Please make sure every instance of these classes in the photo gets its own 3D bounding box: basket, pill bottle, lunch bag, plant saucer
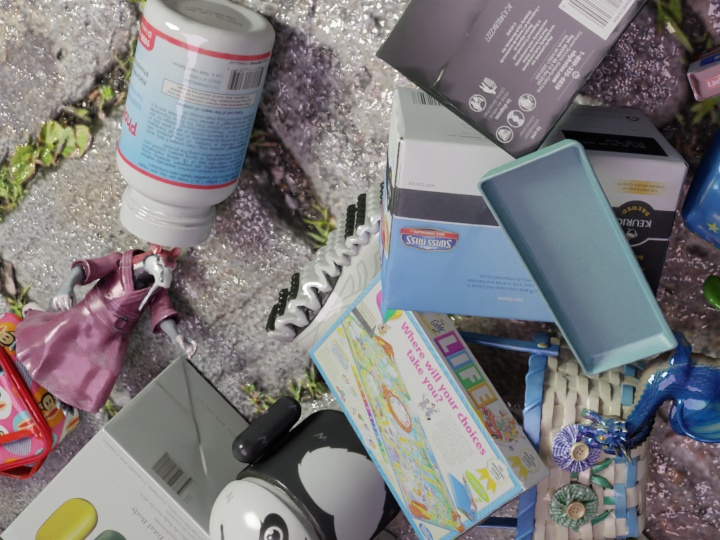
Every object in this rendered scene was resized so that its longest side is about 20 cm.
[{"bbox_3d":[0.137,0.136,0.891,0.199,0.139,0.177,3,109,17],"label":"basket"},{"bbox_3d":[-0.147,-0.126,0.916,0.108,0.109,0.201,24,117,11],"label":"pill bottle"},{"bbox_3d":[-0.402,0.148,1.149,0.199,0.082,0.177,-18,107,28],"label":"lunch bag"},{"bbox_3d":[0.148,-0.005,0.719,0.070,0.019,0.200,-21,127,20],"label":"plant saucer"}]

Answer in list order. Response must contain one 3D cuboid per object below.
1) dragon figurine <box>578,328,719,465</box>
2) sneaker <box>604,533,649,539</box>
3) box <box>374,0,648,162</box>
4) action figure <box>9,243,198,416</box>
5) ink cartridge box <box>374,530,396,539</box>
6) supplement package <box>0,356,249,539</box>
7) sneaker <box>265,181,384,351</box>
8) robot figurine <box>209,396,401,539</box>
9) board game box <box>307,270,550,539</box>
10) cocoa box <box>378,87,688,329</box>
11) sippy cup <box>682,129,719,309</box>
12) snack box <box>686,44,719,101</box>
[{"bbox_3d":[0.258,0.095,0.788,0.199,0.059,0.100,1,83,4],"label":"dragon figurine"},{"bbox_3d":[0.246,0.282,0.938,0.200,0.089,0.077,36,119,4],"label":"sneaker"},{"bbox_3d":[0.123,-0.188,0.730,0.124,0.200,0.149,37,120,2],"label":"box"},{"bbox_3d":[-0.235,0.041,1.042,0.134,0.149,0.200,40,101,-21],"label":"action figure"},{"bbox_3d":[-0.071,0.324,1.083,0.146,0.083,0.201,31,119,8],"label":"ink cartridge box"},{"bbox_3d":[-0.213,0.224,1.059,0.152,0.151,0.200,46,120,-2],"label":"supplement package"},{"bbox_3d":[0.000,0.000,0.939,0.081,0.075,0.200,33,121,-13],"label":"sneaker"},{"bbox_3d":[-0.040,0.203,0.951,0.150,0.200,0.125,37,140,22],"label":"robot figurine"},{"bbox_3d":[0.048,0.111,0.865,0.201,0.034,0.135,58,136,16],"label":"board game box"},{"bbox_3d":[0.117,-0.047,0.799,0.199,0.134,0.132,5,115,-2],"label":"cocoa box"},{"bbox_3d":[0.300,-0.049,0.744,0.130,0.140,0.179,25,95,8],"label":"sippy cup"},{"bbox_3d":[0.327,-0.164,0.734,0.199,0.072,0.024,-16,106,26],"label":"snack box"}]
